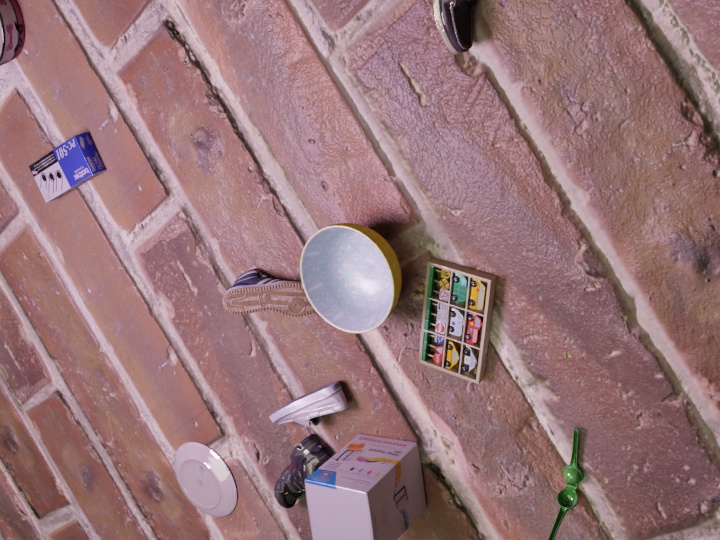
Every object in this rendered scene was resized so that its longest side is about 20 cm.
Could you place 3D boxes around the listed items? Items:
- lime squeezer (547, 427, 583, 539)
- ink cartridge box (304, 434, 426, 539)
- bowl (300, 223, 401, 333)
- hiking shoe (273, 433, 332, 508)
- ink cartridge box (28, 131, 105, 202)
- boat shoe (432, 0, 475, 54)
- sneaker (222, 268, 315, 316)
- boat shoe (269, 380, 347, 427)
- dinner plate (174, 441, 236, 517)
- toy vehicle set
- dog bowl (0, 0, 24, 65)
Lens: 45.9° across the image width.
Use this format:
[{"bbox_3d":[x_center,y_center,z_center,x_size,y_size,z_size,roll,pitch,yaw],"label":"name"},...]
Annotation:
[{"bbox_3d":[0.355,0.370,1.468,0.037,0.070,0.203,12,85,47],"label":"lime squeezer"},{"bbox_3d":[0.013,0.429,1.632,0.145,0.199,0.147,2,108,33],"label":"ink cartridge box"},{"bbox_3d":[0.000,0.000,1.531,0.198,0.107,0.203,13,116,29],"label":"bowl"},{"bbox_3d":[-0.116,0.449,1.804,0.100,0.075,0.202,36,123,21],"label":"hiking shoe"},{"bbox_3d":[-0.668,-0.233,1.928,0.198,0.044,0.095,-20,98,37],"label":"ink cartridge box"},{"bbox_3d":[0.149,-0.433,1.286,0.064,0.072,0.203,0,102,38],"label":"boat shoe"},{"bbox_3d":[-0.169,0.042,1.695,0.196,0.109,0.071,-1,108,2],"label":"sneaker"},{"bbox_3d":[-0.108,0.290,1.739,0.199,0.073,0.066,-29,87,39],"label":"boat shoe"},{"bbox_3d":[-0.378,0.507,2.038,0.198,0.024,0.203,12,114,29],"label":"dinner plate"},{"bbox_3d":[0.169,0.089,1.503,0.123,0.026,0.203,16,116,28],"label":"toy vehicle set"},{"bbox_3d":[-0.833,-0.550,1.898,0.198,0.074,0.203,14,116,30],"label":"dog bowl"}]
